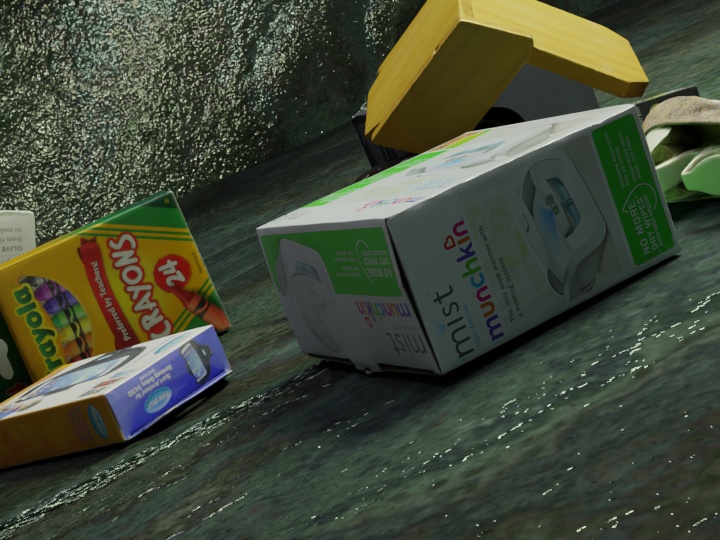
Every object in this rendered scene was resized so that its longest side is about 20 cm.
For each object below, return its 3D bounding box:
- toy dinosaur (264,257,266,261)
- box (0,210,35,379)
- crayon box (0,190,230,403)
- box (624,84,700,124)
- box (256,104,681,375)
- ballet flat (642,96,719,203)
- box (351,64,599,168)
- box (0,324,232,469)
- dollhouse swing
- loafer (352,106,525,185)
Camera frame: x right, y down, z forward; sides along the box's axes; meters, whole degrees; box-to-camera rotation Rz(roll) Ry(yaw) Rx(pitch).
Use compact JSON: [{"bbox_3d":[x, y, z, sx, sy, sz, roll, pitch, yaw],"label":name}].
[{"bbox_3d":[0.000,0.000,1.047,0.198,0.059,0.101,-10,-1,23],"label":"toy dinosaur"},{"bbox_3d":[-0.398,0.039,1.210,0.198,0.173,0.199,-4,1,-24],"label":"box"},{"bbox_3d":[-0.222,0.032,1.126,0.199,0.128,0.051,-27,10,-15],"label":"crayon box"},{"bbox_3d":[0.156,-0.092,1.081,0.199,0.045,0.159,-20,6,-43],"label":"box"},{"bbox_3d":[0.058,-0.017,0.827,0.175,0.098,0.200,-24,10,-22],"label":"box"},{"bbox_3d":[0.216,-0.072,0.852,0.067,0.068,0.200,-33,10,-17],"label":"ballet flat"},{"bbox_3d":[0.118,-0.156,1.419,0.199,0.105,0.182,-26,9,-13],"label":"box"},{"bbox_3d":[-0.186,0.091,0.976,0.199,0.042,0.119,-19,10,38],"label":"box"},{"bbox_3d":[0.126,-0.163,1.216,0.182,0.175,0.200,-52,14,21],"label":"dollhouse swing"},{"bbox_3d":[0.070,-0.084,1.272,0.199,0.073,0.071,-27,12,28],"label":"loafer"}]
